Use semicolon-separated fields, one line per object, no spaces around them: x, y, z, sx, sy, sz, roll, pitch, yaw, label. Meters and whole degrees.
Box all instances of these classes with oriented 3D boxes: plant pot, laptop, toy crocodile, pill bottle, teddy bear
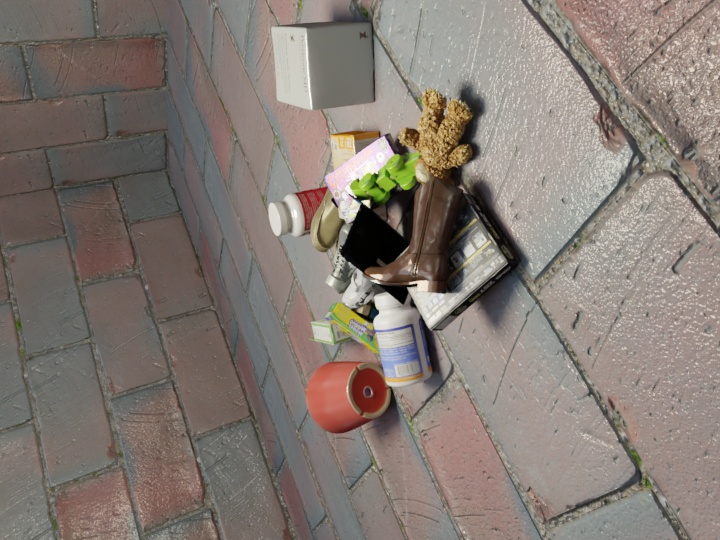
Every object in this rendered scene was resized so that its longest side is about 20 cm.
-0.022;0.332;1.642;0.176;0.197;0.205;-25;80;53;plant pot
0.030;-0.050;1.267;0.103;0.176;0.203;-23;37;51;laptop
0.059;-0.194;1.261;0.198;0.067;0.063;-26;39;37;toy crocodile
-0.135;-0.153;1.601;0.112;0.196;0.115;39;136;51;pill bottle
0.138;-0.230;1.111;0.144;0.067;0.201;34;139;1;teddy bear
0.091;0.149;1.384;0.112;0.110;0.205;-7;96;65;pill bottle

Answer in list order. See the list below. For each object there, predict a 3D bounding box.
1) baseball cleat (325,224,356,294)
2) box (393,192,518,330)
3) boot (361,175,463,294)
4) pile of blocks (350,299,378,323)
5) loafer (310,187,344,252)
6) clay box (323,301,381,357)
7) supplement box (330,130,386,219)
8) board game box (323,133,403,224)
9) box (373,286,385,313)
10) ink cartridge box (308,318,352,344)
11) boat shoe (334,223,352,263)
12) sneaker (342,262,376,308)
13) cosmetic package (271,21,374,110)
-0.036;-0.014;1.438;0.069;0.106;0.202;31;149;28;baseball cleat
0.167;-0.013;1.117;0.200;0.049;0.163;-46;59;29;box
0.093;-0.069;1.117;0.183;0.064;0.205;8;92;31;boot
0.021;0.090;1.528;0.200;0.080;0.063;101;-172;-81;pile of blocks
-0.069;-0.144;1.535;0.067;0.075;0.205;12;85;63;loafer
0.008;0.153;1.485;0.198;0.048;0.115;36;170;-5;clay box
-0.006;-0.221;1.442;0.125;0.072;0.205;22;122;60;supplement box
0.016;-0.198;1.344;0.198;0.032;0.122;-29;85;39;board game box
0.036;0.028;1.507;0.039;0.041;0.203;66;180;-71;box
-0.075;0.164;1.749;0.199;0.102;0.061;-5;98;65;ink cartridge box
-0.031;-0.076;1.568;0.069;0.073;0.201;66;148;25;boat shoe
0.000;0.000;1.386;0.199;0.114;0.076;-41;32;31;sneaker
-0.086;-0.466;1.378;0.199;0.163;0.171;33;132;54;cosmetic package
